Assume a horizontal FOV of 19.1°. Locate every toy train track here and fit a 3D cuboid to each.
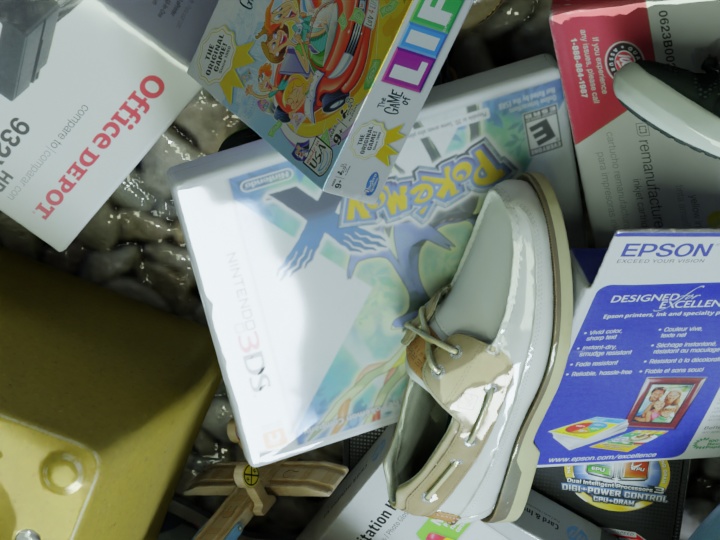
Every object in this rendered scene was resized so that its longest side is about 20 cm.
[{"bbox_3d":[-0.082,0.135,1.197,0.115,0.200,0.033,-5,124,40],"label":"toy train track"}]

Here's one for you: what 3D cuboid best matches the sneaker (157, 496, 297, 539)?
[{"bbox_3d":[-0.076,0.201,1.309,0.200,0.082,0.070,16,126,-1],"label":"sneaker"}]

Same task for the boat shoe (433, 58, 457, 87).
[{"bbox_3d":[0.030,-0.076,1.103,0.200,0.071,0.091,35,122,-14],"label":"boat shoe"}]

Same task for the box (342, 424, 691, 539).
[{"bbox_3d":[0.089,0.129,1.250,0.200,0.044,0.160,7,127,7],"label":"box"}]

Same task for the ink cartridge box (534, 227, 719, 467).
[{"bbox_3d":[0.188,0.028,1.093,0.197,0.047,0.200,-1,140,-16],"label":"ink cartridge box"}]

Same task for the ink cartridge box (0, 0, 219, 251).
[{"bbox_3d":[-0.187,-0.128,1.101,0.200,0.084,0.145,36,122,-14],"label":"ink cartridge box"}]

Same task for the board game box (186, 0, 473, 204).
[{"bbox_3d":[0.003,-0.150,0.985,0.034,0.134,0.200,13,109,-40],"label":"board game box"}]

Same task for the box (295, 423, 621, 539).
[{"bbox_3d":[0.065,0.189,1.246,0.200,0.041,0.156,31,125,-9],"label":"box"}]

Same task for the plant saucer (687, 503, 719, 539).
[{"bbox_3d":[0.231,0.160,1.188,0.200,0.027,0.200,-27,143,-22],"label":"plant saucer"}]

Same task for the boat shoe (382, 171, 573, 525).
[{"bbox_3d":[0.057,0.045,1.067,0.068,0.075,0.200,-2,120,-16],"label":"boat shoe"}]

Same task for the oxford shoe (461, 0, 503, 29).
[{"bbox_3d":[0.063,-0.193,1.012,0.070,0.075,0.200,16,126,0],"label":"oxford shoe"}]

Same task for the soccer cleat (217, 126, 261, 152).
[{"bbox_3d":[0.000,0.000,1.155,0.200,0.081,0.067,42,122,-17],"label":"soccer cleat"}]

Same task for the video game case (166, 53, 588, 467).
[{"bbox_3d":[0.018,-0.002,1.083,0.200,0.022,0.183,-18,125,-7],"label":"video game case"}]

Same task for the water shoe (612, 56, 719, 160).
[{"bbox_3d":[0.216,-0.075,0.979,0.200,0.072,0.079,19,98,0],"label":"water shoe"}]

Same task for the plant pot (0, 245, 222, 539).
[{"bbox_3d":[-0.199,0.109,1.156,0.194,0.200,0.196,22,99,-2],"label":"plant pot"}]

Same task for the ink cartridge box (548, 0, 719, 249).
[{"bbox_3d":[0.204,-0.096,1.046,0.200,0.083,0.145,-6,123,15],"label":"ink cartridge box"}]
